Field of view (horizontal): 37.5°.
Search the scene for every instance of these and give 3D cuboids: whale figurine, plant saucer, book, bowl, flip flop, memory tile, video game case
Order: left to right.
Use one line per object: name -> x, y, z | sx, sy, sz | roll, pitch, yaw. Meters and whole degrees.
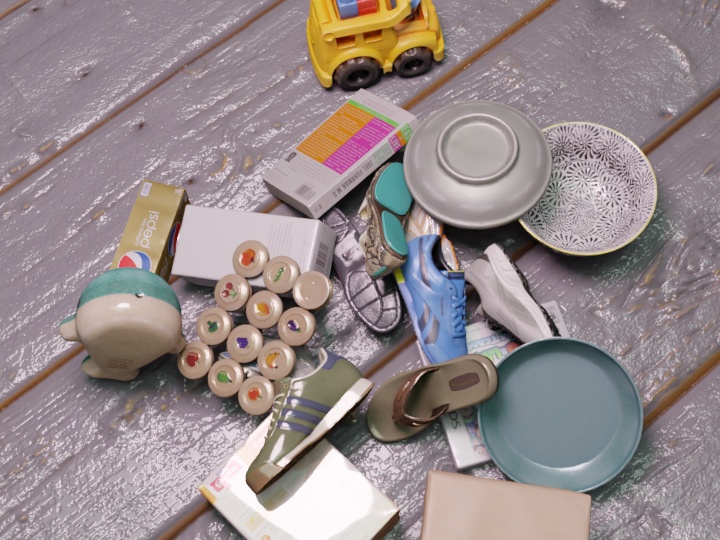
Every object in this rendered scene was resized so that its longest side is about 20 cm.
whale figurine -> -0.300, 0.069, 1.344 | 0.159, 0.200, 0.104 | 7, 57, -19
memory tile -> -0.135, 0.071, 1.348 | 0.153, 0.017, 0.200 | 27, 87, 21
book -> -0.028, -0.163, 1.485 | 0.200, 0.048, 0.134 | -41, 38, -13
flip flop -> 0.081, 0.160, 1.318 | 0.200, 0.058, 0.081 | -25, 87, 34
plant saucer -> 0.155, -0.153, 1.407 | 0.200, 0.050, 0.200 | -2, 64, 5
video game case -> 0.193, 0.148, 1.387 | 0.200, 0.024, 0.182 | -15, 67, -5
plant saucer -> 0.246, 0.177, 1.311 | 0.200, 0.036, 0.200 | 1, 98, 9
bowl -> 0.295, -0.095, 1.451 | 0.201, 0.094, 0.201 | -1, 67, 1

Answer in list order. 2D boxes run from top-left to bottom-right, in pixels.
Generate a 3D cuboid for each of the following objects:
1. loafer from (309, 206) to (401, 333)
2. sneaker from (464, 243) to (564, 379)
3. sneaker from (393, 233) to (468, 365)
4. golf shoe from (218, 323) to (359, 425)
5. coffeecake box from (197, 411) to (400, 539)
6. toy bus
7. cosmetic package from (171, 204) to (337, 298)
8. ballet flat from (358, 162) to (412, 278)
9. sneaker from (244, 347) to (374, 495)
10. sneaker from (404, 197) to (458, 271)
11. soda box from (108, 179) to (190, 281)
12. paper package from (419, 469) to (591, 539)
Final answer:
loafer -> 0.000, 0.000, 1.441 | 0.072, 0.063, 0.200 | -32, 72, 2
sneaker -> 0.203, 0.063, 1.380 | 0.079, 0.074, 0.200 | -35, 68, 8
sneaker -> 0.107, 0.049, 1.361 | 0.078, 0.066, 0.200 | -26, 77, 25
golf shoe -> -0.082, 0.128, 1.381 | 0.200, 0.078, 0.097 | 24, 64, 11
coffeecake box -> -0.075, 0.288, 1.308 | 0.200, 0.073, 0.154 | 41, 74, 17
toy bus -> 0.020, -0.377, 1.533 | 0.200, 0.192, 0.136 | -12, 65, -5
cosmetic package -> -0.142, -0.023, 1.418 | 0.200, 0.074, 0.102 | 8, 80, 21
ballet flat -> 0.026, -0.065, 1.398 | 0.068, 0.075, 0.200 | 33, 36, -23
sneaker -> -0.081, 0.174, 1.280 | 0.200, 0.067, 0.090 | -40, 79, -24
sneaker -> 0.073, -0.051, 1.453 | 0.092, 0.076, 0.200 | -14, 65, 1
soda box -> -0.294, -0.019, 1.453 | 0.064, 0.068, 0.200 | 13, 67, 7
paper package -> 0.163, 0.349, 1.258 | 0.200, 0.103, 0.191 | 8, 67, 6
